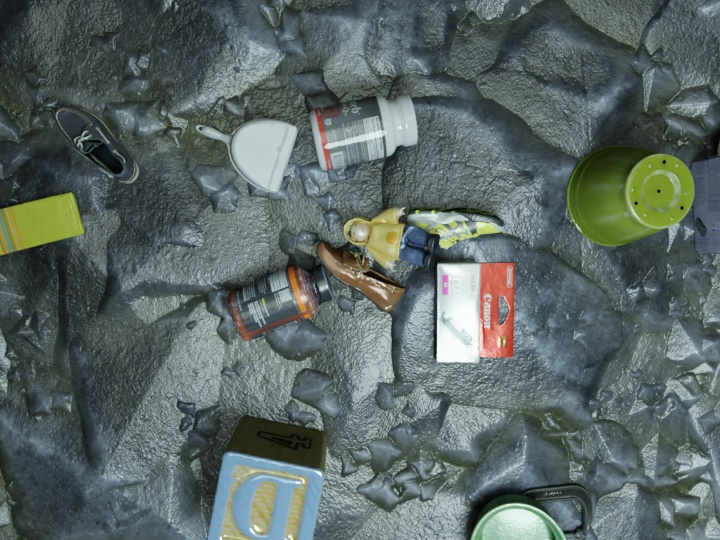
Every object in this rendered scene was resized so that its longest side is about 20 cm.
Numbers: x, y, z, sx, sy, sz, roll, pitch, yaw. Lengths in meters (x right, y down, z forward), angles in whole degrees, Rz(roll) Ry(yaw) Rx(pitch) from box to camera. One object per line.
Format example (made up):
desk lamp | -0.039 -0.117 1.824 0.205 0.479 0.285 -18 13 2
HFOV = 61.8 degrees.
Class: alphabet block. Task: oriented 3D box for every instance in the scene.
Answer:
alphabet block | -0.173 0.422 1.167 0.191 0.200 0.201 13 93 -3

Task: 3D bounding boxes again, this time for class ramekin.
ramekin | 0.319 0.561 1.225 0.194 0.098 0.207 0 88 10

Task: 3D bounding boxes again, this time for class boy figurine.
boy figurine | 0.057 -0.068 1.179 0.195 0.064 0.128 19 100 17

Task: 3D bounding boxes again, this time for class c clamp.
c clamp | 0.405 0.546 1.283 0.194 0.027 0.176 -12 90 1

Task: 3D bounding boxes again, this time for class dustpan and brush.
dustpan and brush | -0.236 -0.252 1.194 0.195 0.057 0.143 20 92 -10

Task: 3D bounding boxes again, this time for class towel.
towel | -0.660 -0.092 1.207 0.194 0.018 0.089 -14 100 -2

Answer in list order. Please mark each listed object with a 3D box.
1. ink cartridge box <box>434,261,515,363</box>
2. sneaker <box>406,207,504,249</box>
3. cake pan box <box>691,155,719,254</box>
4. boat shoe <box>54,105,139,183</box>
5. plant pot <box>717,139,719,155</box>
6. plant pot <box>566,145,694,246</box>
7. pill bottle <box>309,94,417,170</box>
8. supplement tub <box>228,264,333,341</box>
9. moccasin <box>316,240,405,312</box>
ink cartridge box | 0.237 0.085 1.233 0.168 0.044 0.207 0 94 0
sneaker | 0.190 -0.085 1.210 0.194 0.075 0.079 3 102 9
cake pan box | 0.707 -0.127 1.152 0.051 0.200 0.190 -6 92 3
boat shoe | -0.521 -0.252 1.174 0.199 0.063 0.073 43 92 -4
plant pot | 0.849 -0.246 1.172 0.196 0.187 0.192 -23 95 -14
plant pot | 0.524 -0.145 1.149 0.194 0.193 0.207 0 95 -1
pill bottle | 0.006 -0.271 1.163 0.194 0.116 0.119 -13 95 -1
supplement tub | -0.154 0.057 1.187 0.195 0.107 0.110 -20 95 0
moccasin | 0.000 0.000 1.197 0.199 0.074 0.078 36 107 -4
